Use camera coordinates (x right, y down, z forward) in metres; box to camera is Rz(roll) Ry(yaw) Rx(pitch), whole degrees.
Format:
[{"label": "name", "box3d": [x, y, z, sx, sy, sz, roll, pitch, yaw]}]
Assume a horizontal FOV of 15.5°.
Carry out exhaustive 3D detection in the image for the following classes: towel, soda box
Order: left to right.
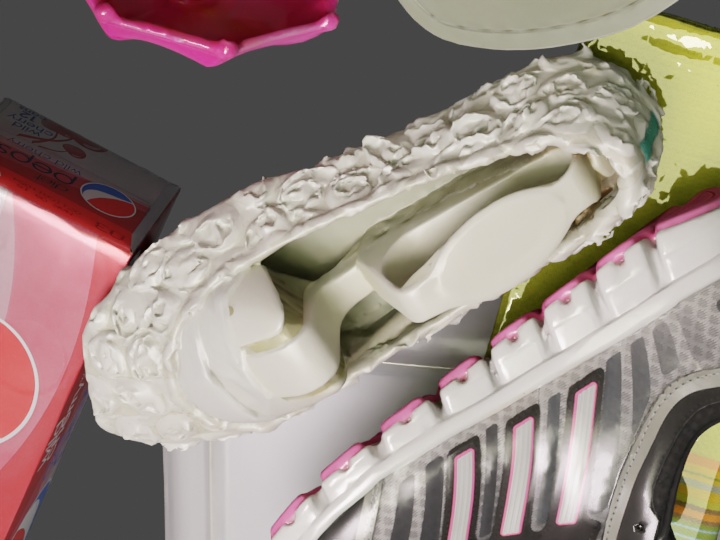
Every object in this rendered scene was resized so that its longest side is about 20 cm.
[{"label": "soda box", "box3d": [-0.132, 0.050, 0.870, 0.070, 0.063, 0.201, 26, 114, 0]}, {"label": "towel", "box3d": [0.084, 0.023, 0.816, 0.085, 0.018, 0.201, 16, 100, 4]}]

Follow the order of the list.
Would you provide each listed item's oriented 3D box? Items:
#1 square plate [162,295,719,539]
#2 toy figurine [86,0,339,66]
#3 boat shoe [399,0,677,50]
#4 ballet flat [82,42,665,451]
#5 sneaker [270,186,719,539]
[{"label": "square plate", "box3d": [0.027, 0.095, 0.876, 0.198, 0.028, 0.200, 5, 112, 10]}, {"label": "toy figurine", "box3d": [-0.040, -0.136, 0.726, 0.199, 0.184, 0.151, -26, 62, 10]}, {"label": "boat shoe", "box3d": [0.094, -0.122, 0.752, 0.200, 0.061, 0.072, -22, 106, 38]}, {"label": "ballet flat", "box3d": [0.000, 0.000, 0.776, 0.199, 0.072, 0.072, -31, 103, 11]}, {"label": "sneaker", "box3d": [0.052, 0.066, 0.779, 0.199, 0.074, 0.088, -38, 86, 6]}]
